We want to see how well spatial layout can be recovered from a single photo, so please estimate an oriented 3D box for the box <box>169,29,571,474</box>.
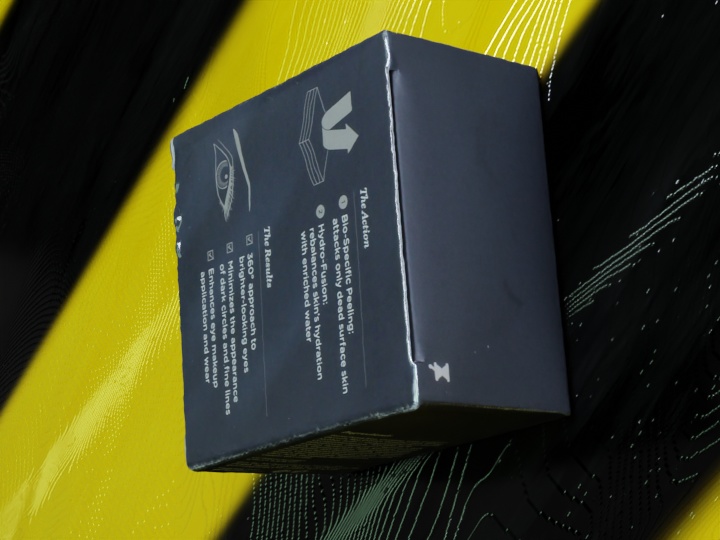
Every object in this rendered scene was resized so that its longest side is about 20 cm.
[{"bbox_3d":[0.000,0.000,1.064,0.199,0.117,0.198,-20,69,47],"label":"box"}]
